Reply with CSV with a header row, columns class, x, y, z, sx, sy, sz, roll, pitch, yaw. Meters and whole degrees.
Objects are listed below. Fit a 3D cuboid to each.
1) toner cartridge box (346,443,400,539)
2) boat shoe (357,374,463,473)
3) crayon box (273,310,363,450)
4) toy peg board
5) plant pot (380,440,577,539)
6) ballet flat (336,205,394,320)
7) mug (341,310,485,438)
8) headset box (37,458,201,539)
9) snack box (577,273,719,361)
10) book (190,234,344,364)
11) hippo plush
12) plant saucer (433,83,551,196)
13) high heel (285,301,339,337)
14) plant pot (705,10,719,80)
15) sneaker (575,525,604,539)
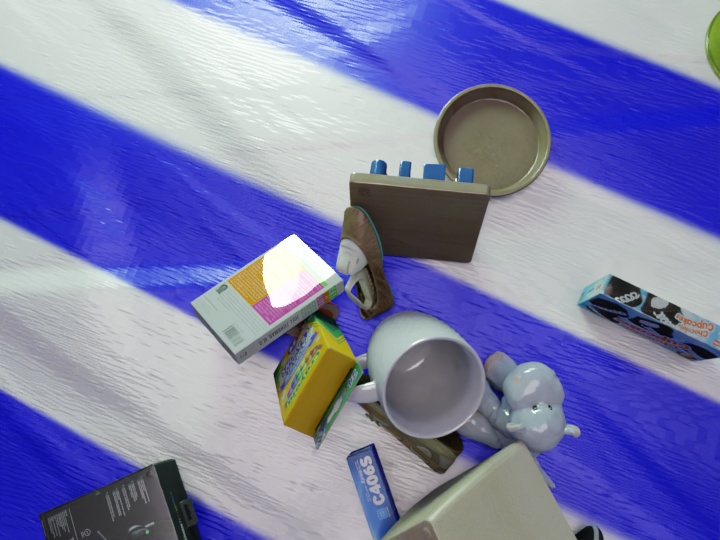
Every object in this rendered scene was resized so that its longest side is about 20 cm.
class,x,y,z,sx,sy,sz,roll,pitch,yaw
toner cartridge box,0.033,0.362,0.897,0.043,0.095,0.202,-20,78,0
boat shoe,0.060,0.235,0.938,0.199,0.073,0.064,32,113,4
crayon box,-0.068,0.147,0.880,0.051,0.200,0.127,28,97,-19
toy peg board,0.088,-0.110,0.947,0.197,0.200,0.099,6,63,4
plant pot,0.141,0.368,0.779,0.176,0.200,0.202,-7,60,-38
ballet flat,0.000,0.000,0.929,0.067,0.201,0.072,24,54,37
mug,0.057,0.141,0.885,0.198,0.175,0.149,-15,107,-8
headset box,-0.344,0.400,0.910,0.198,0.093,0.176,-24,78,-2
snack box,0.442,0.074,0.921,0.198,0.116,0.037,27,81,8
book,-0.141,0.041,0.936,0.199,0.048,0.133,-34,50,-23
hippo plush,0.217,0.210,0.877,0.157,0.161,0.203,1,75,2
plant saucer,0.222,-0.219,1.037,0.197,0.029,0.203,-1,78,2
high heel,-0.138,0.068,0.995,0.197,0.096,0.068,-6,113,-19
plant pot,0.696,-0.406,0.965,0.198,0.193,0.203,-1,78,3
sneaker,0.264,0.430,0.882,0.200,0.072,0.083,-42,78,-5
